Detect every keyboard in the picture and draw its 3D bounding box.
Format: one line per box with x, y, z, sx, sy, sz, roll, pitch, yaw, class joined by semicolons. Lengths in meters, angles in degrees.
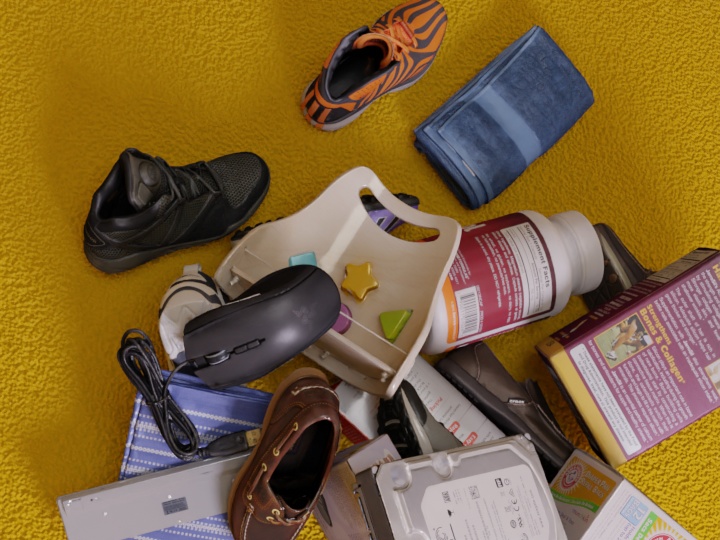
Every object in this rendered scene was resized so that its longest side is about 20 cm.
-0.168;0.203;1.161;0.198;0.011;0.057;-13;116;-6;keyboard

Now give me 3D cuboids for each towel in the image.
0.156;-0.163;1.380;0.200;0.049;0.112;-42;92;-20;towel
-0.150;0.193;1.177;0.143;0.024;0.202;12;106;-14;towel

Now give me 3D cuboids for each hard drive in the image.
0.092;0.219;1.094;0.198;0.038;0.141;-3;69;-41;hard drive

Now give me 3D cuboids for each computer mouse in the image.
-0.097;0.089;1.114;0.198;0.046;0.142;-22;108;-3;computer mouse

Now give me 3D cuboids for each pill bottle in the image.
0.138;0.005;1.301;0.198;0.113;0.114;-16;82;-19;pill bottle

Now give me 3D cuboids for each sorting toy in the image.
0.000;0.000;1.208;0.199;0.107;0.181;32;78;15;sorting toy

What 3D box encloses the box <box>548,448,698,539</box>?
0.204;0.289;1.222;0.112;0.101;0.201;38;87;-18;box

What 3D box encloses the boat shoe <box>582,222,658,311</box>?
0.294;0.036;1.368;0.073;0.074;0.201;-31;96;-30;boat shoe

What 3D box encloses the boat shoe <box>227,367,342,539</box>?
-0.066;0.184;1.125;0.070;0.202;0.071;3;31;-24;boat shoe

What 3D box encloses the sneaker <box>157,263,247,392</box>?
-0.146;0.085;1.224;0.079;0.130;0.201;-13;117;3;sneaker

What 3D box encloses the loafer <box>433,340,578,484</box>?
0.165;0.141;1.298;0.200;0.073;0.071;42;70;-4;loafer

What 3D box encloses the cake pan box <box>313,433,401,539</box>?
0.027;0.254;1.174;0.052;0.184;0.201;-29;85;-20;cake pan box

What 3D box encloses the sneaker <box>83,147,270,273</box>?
-0.170;-0.075;1.229;0.198;0.115;0.077;-22;68;-21;sneaker

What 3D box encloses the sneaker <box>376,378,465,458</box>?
0.082;0.186;1.207;0.079;0.074;0.201;-33;94;-27;sneaker

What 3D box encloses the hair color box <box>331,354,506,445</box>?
0.062;0.161;1.270;0.200;0.061;0.102;43;71;-2;hair color box

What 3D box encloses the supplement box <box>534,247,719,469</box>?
0.290;0.082;1.271;0.199;0.103;0.132;-30;93;1;supplement box

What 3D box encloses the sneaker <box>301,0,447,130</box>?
0.029;-0.223;1.323;0.078;0.112;0.200;45;70;-2;sneaker

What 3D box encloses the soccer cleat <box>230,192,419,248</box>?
-0.030;-0.028;1.293;0.198;0.068;0.074;-17;98;-18;soccer cleat
